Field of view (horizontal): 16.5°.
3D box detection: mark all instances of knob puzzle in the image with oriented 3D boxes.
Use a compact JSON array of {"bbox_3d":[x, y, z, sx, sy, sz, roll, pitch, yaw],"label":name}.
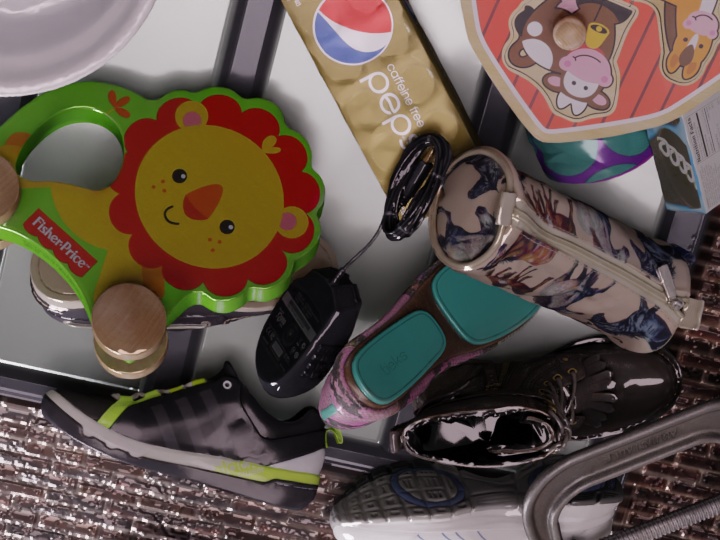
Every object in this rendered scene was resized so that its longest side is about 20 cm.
[{"bbox_3d":[0.146,-0.161,1.464,0.218,0.030,0.221,2,114,5],"label":"knob puzzle"}]

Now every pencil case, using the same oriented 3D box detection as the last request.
[{"bbox_3d":[0.128,-0.011,1.555,0.200,0.089,0.078,24,72,-41],"label":"pencil case"},{"bbox_3d":[0.124,-0.157,1.536,0.092,0.085,0.201,-31,114,-24],"label":"pencil case"}]

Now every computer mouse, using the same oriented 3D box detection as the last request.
[{"bbox_3d":[0.000,0.000,1.551,0.034,0.059,0.200,24,113,-37],"label":"computer mouse"}]

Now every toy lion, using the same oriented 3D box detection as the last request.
[{"bbox_3d":[-0.130,-0.045,1.552,0.200,0.069,0.192,40,74,9],"label":"toy lion"}]

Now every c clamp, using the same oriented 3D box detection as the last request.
[{"bbox_3d":[0.201,0.155,1.636,0.199,0.027,0.171,-16,138,-10],"label":"c clamp"}]

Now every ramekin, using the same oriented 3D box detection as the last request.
[{"bbox_3d":[-0.211,-0.214,1.473,0.199,0.098,0.202,-1,115,-1],"label":"ramekin"}]

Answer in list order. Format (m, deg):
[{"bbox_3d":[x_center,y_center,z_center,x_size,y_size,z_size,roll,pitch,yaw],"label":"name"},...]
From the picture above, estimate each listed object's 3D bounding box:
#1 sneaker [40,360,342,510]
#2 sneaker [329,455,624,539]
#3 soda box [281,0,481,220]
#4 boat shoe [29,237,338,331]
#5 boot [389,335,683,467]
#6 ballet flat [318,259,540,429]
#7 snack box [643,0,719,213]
[{"bbox_3d":[-0.111,0.097,1.646,0.199,0.072,0.083,17,86,-11],"label":"sneaker"},{"bbox_3d":[0.078,0.179,1.675,0.199,0.075,0.088,1,117,-2],"label":"sneaker"},{"bbox_3d":[0.010,-0.133,1.551,0.067,0.064,0.201,-26,111,7],"label":"soda box"},{"bbox_3d":[-0.115,0.005,1.613,0.199,0.073,0.063,-2,155,-8],"label":"boat shoe"},{"bbox_3d":[0.117,0.093,1.581,0.199,0.174,0.070,-7,96,0],"label":"boot"},{"bbox_3d":[0.041,0.041,1.594,0.069,0.200,0.071,56,142,-3],"label":"ballet flat"},{"bbox_3d":[0.215,-0.150,1.536,0.116,0.037,0.201,-32,116,-34],"label":"snack box"}]
